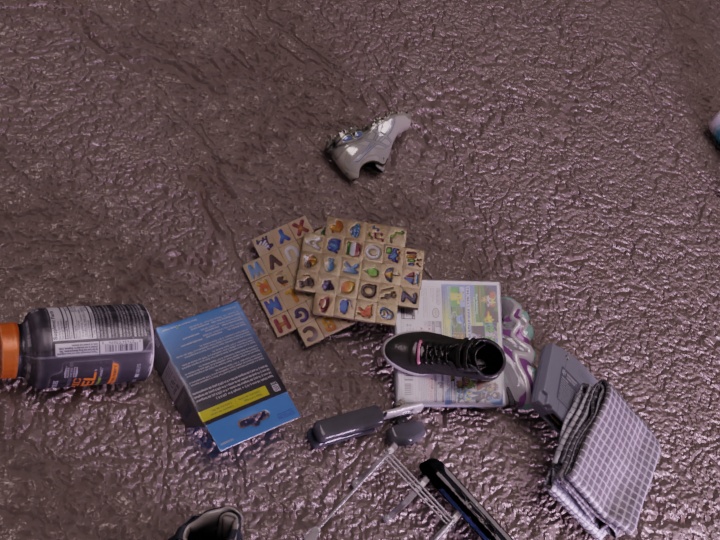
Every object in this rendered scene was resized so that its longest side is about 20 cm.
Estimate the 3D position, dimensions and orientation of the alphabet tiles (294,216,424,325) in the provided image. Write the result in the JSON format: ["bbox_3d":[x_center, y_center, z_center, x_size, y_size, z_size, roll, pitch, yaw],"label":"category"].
[{"bbox_3d":[0.000,0.000,1.562,0.196,0.006,0.169,9,66,-2],"label":"alphabet tiles"}]

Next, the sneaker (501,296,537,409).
[{"bbox_3d":[0.220,0.131,1.638,0.138,0.078,0.203,5,56,-26],"label":"sneaker"}]

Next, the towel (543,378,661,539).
[{"bbox_3d":[0.384,0.299,1.549,0.166,0.085,0.201,46,56,-22],"label":"towel"}]

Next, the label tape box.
[{"bbox_3d":[-0.196,0.159,1.405,0.143,0.063,0.202,-17,67,-36],"label":"label tape box"}]

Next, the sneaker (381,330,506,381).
[{"bbox_3d":[0.133,0.126,1.506,0.196,0.099,0.072,10,76,-6],"label":"sneaker"}]

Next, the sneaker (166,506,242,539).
[{"bbox_3d":[-0.146,0.367,1.234,0.199,0.147,0.078,20,48,-16],"label":"sneaker"}]

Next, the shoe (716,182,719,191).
[{"bbox_3d":[0.877,-0.134,2.198,0.053,0.070,0.200,-42,86,2],"label":"shoe"}]

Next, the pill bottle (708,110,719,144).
[{"bbox_3d":[0.904,-0.290,2.278,0.109,0.111,0.202,-16,66,-35],"label":"pill bottle"}]

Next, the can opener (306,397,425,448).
[{"bbox_3d":[0.016,0.234,1.473,0.197,0.053,0.067,-5,62,-31],"label":"can opener"}]

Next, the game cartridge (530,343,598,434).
[{"bbox_3d":[0.357,0.221,1.635,0.200,0.040,0.135,44,49,-24],"label":"game cartridge"}]

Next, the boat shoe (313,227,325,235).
[{"bbox_3d":[-0.006,0.011,1.613,0.198,0.072,0.073,34,61,-2],"label":"boat shoe"}]

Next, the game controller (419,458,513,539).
[{"bbox_3d":[0.160,0.354,1.437,0.042,0.104,0.200,-43,81,-2],"label":"game controller"}]

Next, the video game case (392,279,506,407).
[{"bbox_3d":[0.140,0.116,1.573,0.179,0.022,0.204,2,76,-9],"label":"video game case"}]

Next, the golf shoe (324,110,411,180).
[{"bbox_3d":[0.027,-0.225,1.803,0.198,0.078,0.098,-28,90,-33],"label":"golf shoe"}]

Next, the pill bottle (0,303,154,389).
[{"bbox_3d":[-0.384,0.101,1.317,0.197,0.107,0.108,-2,58,-28],"label":"pill bottle"}]

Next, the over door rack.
[{"bbox_3d":[0.028,0.364,1.388,0.148,0.067,0.200,44,62,6],"label":"over door rack"}]

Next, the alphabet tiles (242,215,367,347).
[{"bbox_3d":[-0.087,0.014,1.562,0.164,0.006,0.202,-24,71,-15],"label":"alphabet tiles"}]
